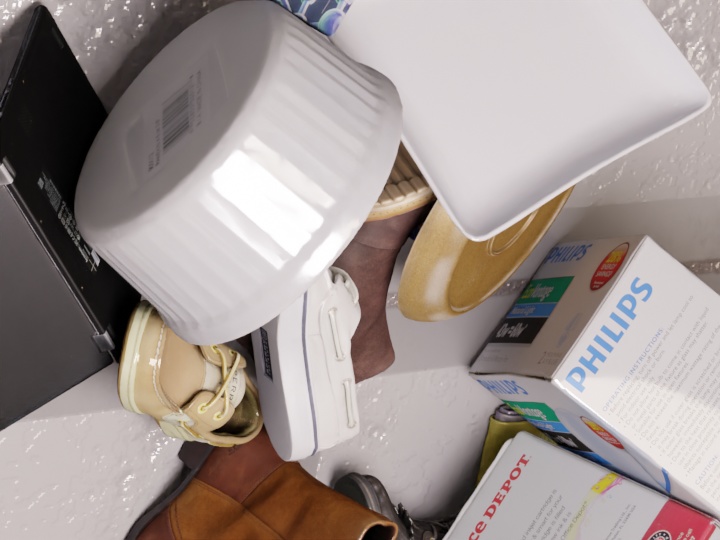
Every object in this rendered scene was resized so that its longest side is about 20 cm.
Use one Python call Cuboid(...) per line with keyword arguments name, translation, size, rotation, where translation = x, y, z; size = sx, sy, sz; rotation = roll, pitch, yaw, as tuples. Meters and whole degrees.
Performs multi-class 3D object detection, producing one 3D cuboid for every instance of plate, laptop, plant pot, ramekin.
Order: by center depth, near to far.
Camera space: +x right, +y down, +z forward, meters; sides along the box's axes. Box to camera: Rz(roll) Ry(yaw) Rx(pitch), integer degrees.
Cuboid(name="ramekin", translation=(-0.078, -0.065, 1.519), size=(0.098, 0.200, 0.201), rotation=(40, 87, -28))
Cuboid(name="laptop", translation=(-0.225, -0.019, 1.558), size=(0.201, 0.115, 0.188), rotation=(-77, 151, -41))
Cuboid(name="plate", translation=(0.091, -0.137, 1.625), size=(0.199, 0.200, 0.032), rotation=(-30, 169, -21))
Cuboid(name="plant pot", translation=(0.097, -0.042, 1.712), size=(0.200, 0.027, 0.200), rotation=(-46, 162, -20))

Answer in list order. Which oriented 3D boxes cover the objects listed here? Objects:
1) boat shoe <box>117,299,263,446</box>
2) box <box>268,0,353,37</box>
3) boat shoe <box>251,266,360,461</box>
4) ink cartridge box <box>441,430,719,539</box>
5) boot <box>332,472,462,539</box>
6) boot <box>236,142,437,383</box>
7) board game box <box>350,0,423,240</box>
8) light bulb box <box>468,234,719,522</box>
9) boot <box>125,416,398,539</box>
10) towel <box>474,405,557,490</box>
Cuboid(name="boat shoe", translation=(-0.105, 0.068, 1.638), size=(0.200, 0.066, 0.074), rotation=(52, 50, -74))
Cuboid(name="box", translation=(-0.071, -0.255, 1.522), size=(0.200, 0.107, 0.149), rotation=(28, 94, -44))
Cuboid(name="boat shoe", translation=(-0.031, 0.027, 1.639), size=(0.065, 0.072, 0.201), rotation=(-15, 114, -21))
Cuboid(name="ink cartridge box", translation=(0.158, 0.218, 1.795), size=(0.146, 0.200, 0.083), rotation=(-55, 131, -10))
Cuboid(name="boot", translation=(0.076, 0.188, 1.890), size=(0.174, 0.069, 0.201), rotation=(-32, 129, -17))
Cuboid(name="boot", translation=(0.000, 0.000, 1.719), size=(0.199, 0.073, 0.167), rotation=(-22, 135, 1))
Cuboid(name="board game box", translation=(0.055, -0.139, 1.723), size=(0.134, 0.045, 0.201), rotation=(-32, 129, -20))
Cuboid(name="light bulb box", translation=(0.210, 0.084, 1.804), size=(0.200, 0.198, 0.125), rotation=(38, 80, -11))
Cuboid(name="boot", translation=(-0.069, 0.210, 1.706), size=(0.068, 0.200, 0.189), rotation=(28, 95, -43))
Cuboid(name="towel", translation=(0.142, 0.185, 1.978), size=(0.143, 0.023, 0.201), rotation=(-6, 116, -36))
